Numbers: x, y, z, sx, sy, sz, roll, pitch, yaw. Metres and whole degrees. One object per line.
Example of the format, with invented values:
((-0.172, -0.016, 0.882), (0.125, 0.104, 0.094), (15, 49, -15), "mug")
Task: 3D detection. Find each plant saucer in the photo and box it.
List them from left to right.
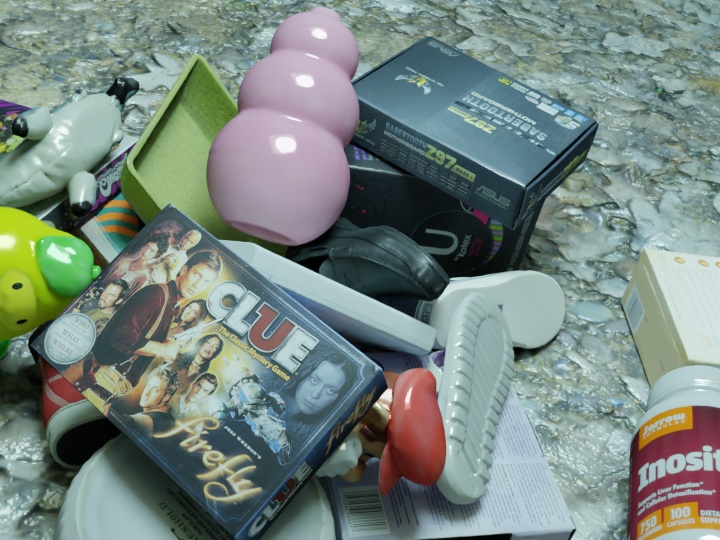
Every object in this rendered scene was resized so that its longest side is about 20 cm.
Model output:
((-0.133, -0.063, 0.980), (0.047, 0.200, 0.201), (-22, 29, 27), "plant saucer")

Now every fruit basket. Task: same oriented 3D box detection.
((-0.302, 0.009, 0.787), (0.214, 0.217, 0.155), (27, 40, 16), "fruit basket")

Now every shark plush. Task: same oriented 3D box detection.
((-0.252, -0.121, 0.921), (0.091, 0.083, 0.201), (47, 43, -29), "shark plush")

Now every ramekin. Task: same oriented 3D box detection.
((-0.108, 0.187, 0.710), (0.197, 0.106, 0.201), (8, 39, -7), "ramekin")

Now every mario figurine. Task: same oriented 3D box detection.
((-0.033, 0.098, 0.762), (0.199, 0.107, 0.124), (29, 47, 14), "mario figurine")

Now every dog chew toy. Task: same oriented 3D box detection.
((-0.056, -0.127, 0.928), (0.123, 0.125, 0.203), (16, 81, 3), "dog chew toy")

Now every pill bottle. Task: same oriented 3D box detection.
((0.262, 0.171, 0.837), (0.112, 0.114, 0.201), (16, 38, 3), "pill bottle")

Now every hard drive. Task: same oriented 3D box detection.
((-0.051, 0.021, 0.861), (0.131, 0.027, 0.199), (6, -15, 47), "hard drive")

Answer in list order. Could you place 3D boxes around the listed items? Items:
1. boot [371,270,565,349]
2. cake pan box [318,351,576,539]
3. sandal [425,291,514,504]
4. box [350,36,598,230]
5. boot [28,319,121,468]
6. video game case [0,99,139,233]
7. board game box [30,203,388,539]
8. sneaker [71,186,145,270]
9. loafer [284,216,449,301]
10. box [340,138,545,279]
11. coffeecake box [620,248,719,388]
((0.098, 0.031, 0.990), (0.198, 0.074, 0.090), (2, 5, -45), "boot")
((0.051, 0.147, 0.851), (0.182, 0.053, 0.201), (-2, 41, -16), "cake pan box")
((0.075, 0.091, 0.844), (0.049, 0.083, 0.204), (-19, 29, 29), "sandal")
((0.099, -0.133, 1.004), (0.199, 0.051, 0.157), (31, 43, 20), "box")
((-0.158, 0.069, 0.867), (0.197, 0.073, 0.145), (-8, 42, -20), "boot")
((-0.319, -0.077, 0.959), (0.198, 0.036, 0.181), (18, 47, 29), "video game case")
((-0.099, 0.062, 0.703), (0.199, 0.035, 0.136), (35, 74, 24), "board game box")
((-0.202, -0.031, 0.958), (0.079, 0.072, 0.200), (-29, 52, -20), "sneaker")
((0.000, 0.000, 0.927), (0.071, 0.068, 0.200), (-52, 34, -14), "loafer")
((0.063, -0.070, 1.057), (0.197, 0.123, 0.107), (7, 40, -9), "box")
((0.366, 0.065, 1.027), (0.197, 0.074, 0.154), (7, 39, -9), "coffeecake box")
